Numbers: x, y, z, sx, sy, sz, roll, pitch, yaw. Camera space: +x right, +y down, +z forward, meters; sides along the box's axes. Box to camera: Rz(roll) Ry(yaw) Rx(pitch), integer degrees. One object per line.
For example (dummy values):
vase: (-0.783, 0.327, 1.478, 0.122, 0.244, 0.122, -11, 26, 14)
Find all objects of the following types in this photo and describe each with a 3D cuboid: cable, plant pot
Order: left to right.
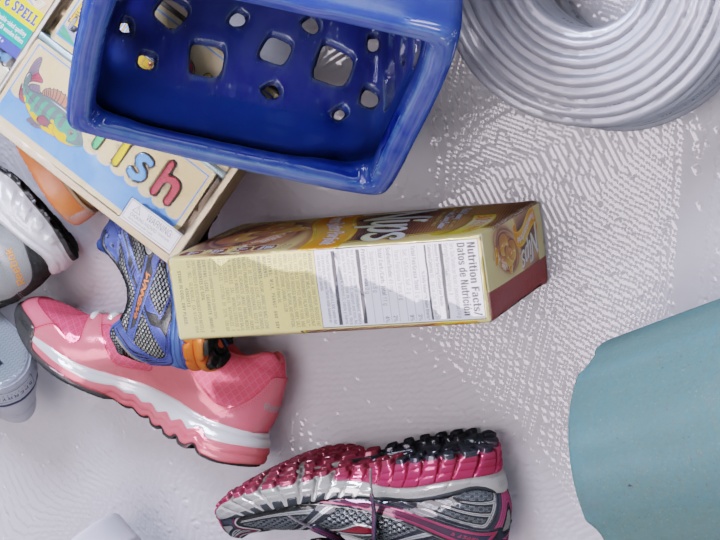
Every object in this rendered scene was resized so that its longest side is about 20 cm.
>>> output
plant pot: (-0.048, -0.177, 1.429, 0.199, 0.181, 0.200, 12, 153, -6)
cable: (0.137, -0.176, 1.442, 0.199, 0.069, 0.201, 13, 107, 25)
plant pot: (0.232, 0.090, 1.391, 0.195, 0.200, 0.201, -17, 93, 37)

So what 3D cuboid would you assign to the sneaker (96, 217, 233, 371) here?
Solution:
sneaker: (-0.129, -0.034, 1.590, 0.078, 0.075, 0.201, -6, 79, 13)

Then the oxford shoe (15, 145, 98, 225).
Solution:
oxford shoe: (-0.206, -0.133, 1.648, 0.073, 0.071, 0.201, -31, 92, 12)

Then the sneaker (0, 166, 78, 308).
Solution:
sneaker: (-0.275, -0.060, 1.676, 0.079, 0.074, 0.200, -42, 78, -1)

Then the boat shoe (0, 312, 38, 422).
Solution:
boat shoe: (-0.285, 0.028, 1.716, 0.200, 0.073, 0.067, 52, 161, 28)

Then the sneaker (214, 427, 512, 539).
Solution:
sneaker: (-0.002, 0.151, 1.586, 0.199, 0.081, 0.075, -8, 100, 29)

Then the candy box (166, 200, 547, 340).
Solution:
candy box: (0.000, 0.000, 1.517, 0.199, 0.115, 0.056, -5, 100, 22)

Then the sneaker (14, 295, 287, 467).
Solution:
sneaker: (-0.130, 0.050, 1.651, 0.199, 0.074, 0.087, 27, 96, 19)

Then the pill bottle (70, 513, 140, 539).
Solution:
pill bottle: (-0.127, 0.261, 1.661, 0.200, 0.112, 0.112, 48, 118, 11)

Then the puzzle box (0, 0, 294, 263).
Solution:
puzzle box: (-0.150, -0.114, 1.543, 0.200, 0.025, 0.133, 37, 100, 9)
